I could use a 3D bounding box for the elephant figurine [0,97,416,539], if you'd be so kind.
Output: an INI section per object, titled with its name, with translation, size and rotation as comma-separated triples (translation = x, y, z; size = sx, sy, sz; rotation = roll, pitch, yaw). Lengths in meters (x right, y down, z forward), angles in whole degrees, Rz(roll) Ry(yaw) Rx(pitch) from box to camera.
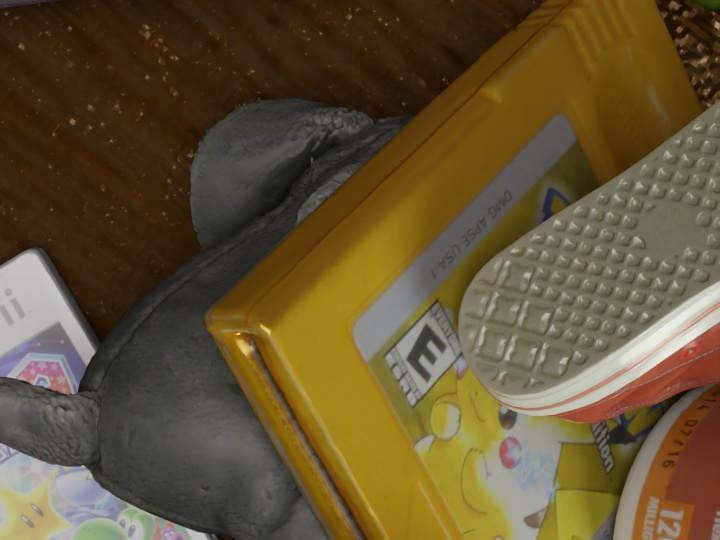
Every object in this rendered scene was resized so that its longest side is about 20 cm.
[elephant figurine]
translation = 0.000, 0.000, 0.757
size = 0.141, 0.155, 0.200
rotation = 25, 88, 22

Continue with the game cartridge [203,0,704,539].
[game cartridge]
translation = 0.060, 0.025, 0.715
size = 0.200, 0.032, 0.176
rotation = -44, 117, -31

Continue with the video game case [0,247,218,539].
[video game case]
translation = -0.125, 0.113, 0.812
size = 0.143, 0.018, 0.200
rotation = -31, 91, 3

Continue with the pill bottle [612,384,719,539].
[pill bottle]
translation = 0.180, 0.092, 0.665
size = 0.112, 0.200, 0.112
rotation = -2, 94, -38

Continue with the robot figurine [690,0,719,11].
[robot figurine]
translation = 0.180, -0.127, 0.747
size = 0.200, 0.116, 0.176
rotation = 17, 87, 0

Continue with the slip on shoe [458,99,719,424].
[slip on shoe]
translation = 0.124, -0.014, 0.647
size = 0.200, 0.061, 0.074
rotation = -30, 60, 17

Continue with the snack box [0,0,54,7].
[snack box]
translation = -0.076, -0.199, 0.773
size = 0.169, 0.068, 0.200
rotation = -7, 91, 1
